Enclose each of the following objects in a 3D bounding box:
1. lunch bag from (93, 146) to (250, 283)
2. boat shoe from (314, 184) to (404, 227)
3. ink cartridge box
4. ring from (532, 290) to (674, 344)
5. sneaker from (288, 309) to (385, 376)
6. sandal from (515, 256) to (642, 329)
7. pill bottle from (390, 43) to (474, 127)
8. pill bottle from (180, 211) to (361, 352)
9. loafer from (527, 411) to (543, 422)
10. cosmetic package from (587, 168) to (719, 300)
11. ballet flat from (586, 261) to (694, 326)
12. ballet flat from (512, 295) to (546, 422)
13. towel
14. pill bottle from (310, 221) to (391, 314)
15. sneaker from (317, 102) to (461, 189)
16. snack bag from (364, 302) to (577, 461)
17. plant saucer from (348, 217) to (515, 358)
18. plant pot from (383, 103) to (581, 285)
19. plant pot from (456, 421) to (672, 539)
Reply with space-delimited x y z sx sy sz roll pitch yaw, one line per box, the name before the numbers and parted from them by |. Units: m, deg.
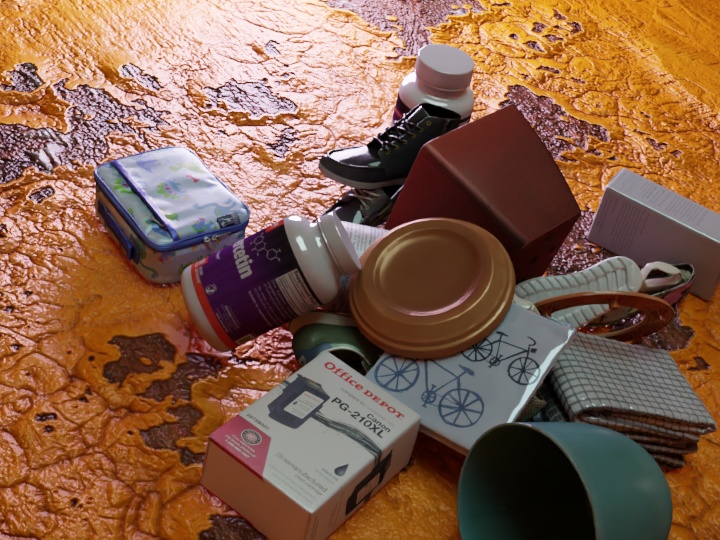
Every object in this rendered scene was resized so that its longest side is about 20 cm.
lunch bag | -0.249 -0.075 1.661 0.160 0.083 0.200 -17 46 -30
boat shoe | 0.003 -0.095 1.767 0.074 0.074 0.200 31 41 21
ink cartridge box | -0.051 0.194 1.383 0.144 0.085 0.200 33 42 22
ring | 0.286 0.067 1.576 0.199 0.201 0.019 4 68 -13
sneaker | 0.014 0.101 1.542 0.199 0.067 0.090 2 47 -14
sandal | 0.275 0.042 1.686 0.201 0.050 0.083 -16 80 -6
pill bottle | 0.102 -0.219 1.849 0.111 0.201 0.112 9 38 -7
pill bottle | -0.104 0.008 1.509 0.199 0.113 0.113 -27 42 6
loafer | 0.158 0.127 1.547 0.063 0.072 0.201 -6 45 -18
cosmetic package | 0.436 -0.053 1.830 0.199 0.102 0.074 29 41 17
ballet flat | 0.375 0.021 1.742 0.199 0.071 0.069 -11 45 -28
ballet flat | 0.183 0.084 1.496 0.068 0.075 0.201 29 41 -41
towel | 0.302 0.153 1.535 0.199 0.086 0.166 11 29 -21
pill bottle | 0.000 0.000 1.616 0.199 0.114 0.114 12 38 -4
sneaker | 0.039 -0.175 1.737 0.199 0.107 0.075 -5 36 -29
snack bag | 0.119 0.103 1.455 0.188 0.021 0.200 25 63 29
plant saucer | 0.081 0.011 1.499 0.199 0.038 0.201 -8 50 9
plant pot | 0.172 -0.070 1.706 0.176 0.201 0.199 44 46 20
plant pot | 0.224 0.250 1.322 0.160 0.201 0.201 -2 39 -37
